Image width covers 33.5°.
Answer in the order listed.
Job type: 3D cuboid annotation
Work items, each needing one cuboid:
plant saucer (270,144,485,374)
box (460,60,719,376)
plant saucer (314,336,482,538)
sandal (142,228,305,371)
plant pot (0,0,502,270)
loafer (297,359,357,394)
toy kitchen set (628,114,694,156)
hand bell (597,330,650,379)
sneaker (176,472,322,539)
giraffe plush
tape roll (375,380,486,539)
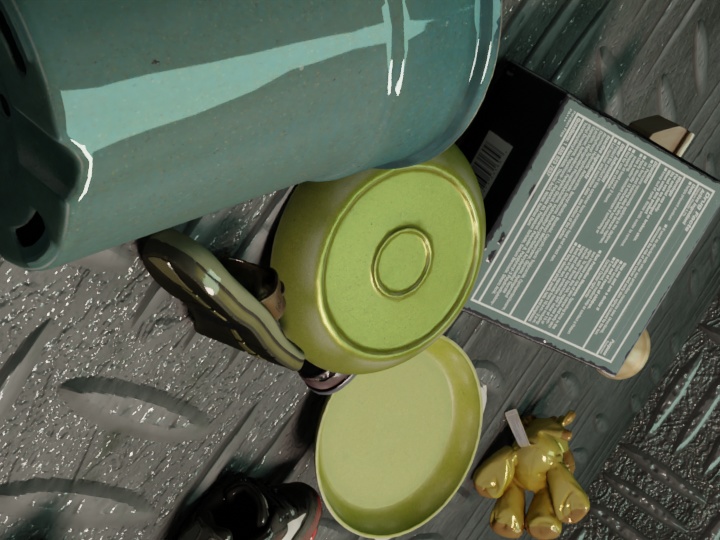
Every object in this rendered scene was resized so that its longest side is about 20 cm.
[{"bbox_3d":[0.024,-0.010,0.902,0.198,0.031,0.202,-14,116,-31],"label":"plant saucer"},{"bbox_3d":[0.178,-0.043,1.058,0.197,0.123,0.201,24,103,-27],"label":"box"},{"bbox_3d":[0.032,0.152,1.137,0.198,0.031,0.203,-10,107,-35],"label":"plant saucer"},{"bbox_3d":[-0.078,0.016,0.793,0.058,0.079,0.201,-64,160,-17],"label":"sandal"},{"bbox_3d":[-0.078,-0.104,0.494,0.195,0.200,0.202,-29,146,-35],"label":"plant pot"},{"bbox_3d":[0.000,0.000,0.956,0.201,0.071,0.063,-59,139,-9],"label":"loafer"},{"bbox_3d":[0.222,-0.120,1.227,0.164,0.179,0.200,-56,-162,10],"label":"toy kitchen set"},{"bbox_3d":[0.354,0.102,1.805,0.199,0.104,0.105,18,105,-55],"label":"hand bell"},{"bbox_3d":[-0.089,0.219,1.043,0.200,0.071,0.099,-17,138,-56],"label":"sneaker"},{"bbox_3d":[0.267,0.287,1.806,0.162,0.170,0.203,-23,107,-69],"label":"giraffe plush"},{"bbox_3d":[0.052,0.189,1.292,0.202,0.070,0.203,-44,154,-28],"label":"tape roll"}]
